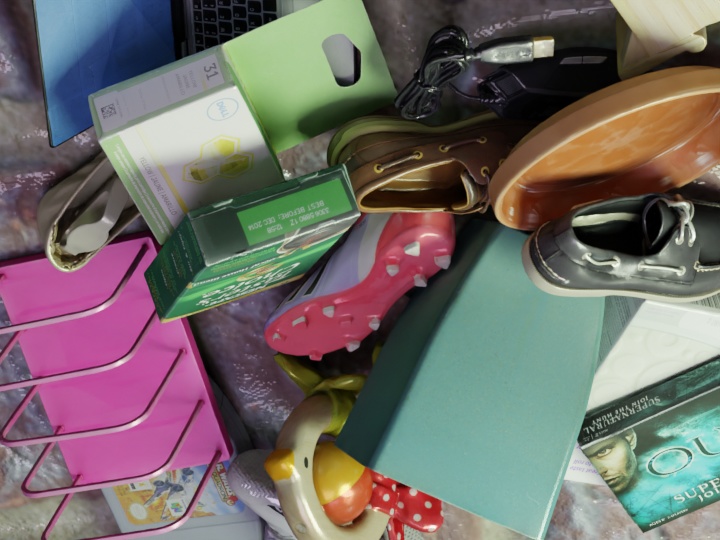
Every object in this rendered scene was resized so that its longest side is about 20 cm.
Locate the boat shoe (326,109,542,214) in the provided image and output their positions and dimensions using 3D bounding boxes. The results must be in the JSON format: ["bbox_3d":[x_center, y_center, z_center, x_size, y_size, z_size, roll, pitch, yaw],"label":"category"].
[{"bbox_3d":[0.078,-0.069,1.690,0.199,0.068,0.072,-3,133,-11],"label":"boat shoe"}]

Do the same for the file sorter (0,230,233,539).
[{"bbox_3d":[-0.205,0.096,1.825,0.138,0.126,0.201,-11,113,17],"label":"file sorter"}]

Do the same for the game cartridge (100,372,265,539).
[{"bbox_3d":[-0.153,0.161,1.959,0.132,0.042,0.201,-6,129,18],"label":"game cartridge"}]

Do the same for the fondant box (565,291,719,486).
[{"bbox_3d":[0.228,0.082,1.799,0.143,0.058,0.200,10,133,-21],"label":"fondant box"}]

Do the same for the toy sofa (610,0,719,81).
[{"bbox_3d":[0.163,-0.232,1.552,0.097,0.083,0.200,-29,121,22],"label":"toy sofa"}]

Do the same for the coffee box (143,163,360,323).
[{"bbox_3d":[-0.080,-0.017,1.696,0.122,0.044,0.200,-18,173,-18],"label":"coffee box"}]

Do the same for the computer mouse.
[{"bbox_3d":[0.128,-0.141,1.618,0.199,0.046,0.140,2,164,-7],"label":"computer mouse"}]

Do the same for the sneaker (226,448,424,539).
[{"bbox_3d":[-0.049,0.228,1.950,0.199,0.075,0.115,29,116,-30],"label":"sneaker"}]

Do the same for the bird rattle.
[{"bbox_3d":[-0.015,0.157,1.864,0.112,0.163,0.201,-1,123,33],"label":"bird rattle"}]

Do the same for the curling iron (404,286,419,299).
[{"bbox_3d":[0.110,0.045,1.828,0.199,0.026,0.050,26,131,-14],"label":"curling iron"}]

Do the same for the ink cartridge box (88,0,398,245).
[{"bbox_3d":[-0.074,-0.104,1.651,0.199,0.048,0.146,-20,147,3],"label":"ink cartridge box"}]

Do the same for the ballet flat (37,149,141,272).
[{"bbox_3d":[-0.170,-0.064,1.753,0.069,0.070,0.200,37,125,-21],"label":"ballet flat"}]

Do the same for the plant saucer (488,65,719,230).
[{"bbox_3d":[0.180,-0.087,1.623,0.199,0.032,0.200,-18,162,-6],"label":"plant saucer"}]

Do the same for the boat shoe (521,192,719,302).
[{"bbox_3d":[0.213,-0.021,1.682,0.199,0.073,0.063,-5,156,-26],"label":"boat shoe"}]

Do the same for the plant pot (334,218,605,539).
[{"bbox_3d":[0.094,0.072,1.741,0.141,0.141,0.201,24,89,-11],"label":"plant pot"}]

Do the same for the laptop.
[{"bbox_3d":[-0.109,-0.181,1.612,0.199,0.116,0.188,6,131,8],"label":"laptop"}]

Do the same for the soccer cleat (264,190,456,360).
[{"bbox_3d":[0.000,0.000,1.782,0.066,0.077,0.200,25,137,-29],"label":"soccer cleat"}]

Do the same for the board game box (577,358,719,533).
[{"bbox_3d":[0.276,0.119,1.785,0.199,0.028,0.135,-26,136,14],"label":"board game box"}]
